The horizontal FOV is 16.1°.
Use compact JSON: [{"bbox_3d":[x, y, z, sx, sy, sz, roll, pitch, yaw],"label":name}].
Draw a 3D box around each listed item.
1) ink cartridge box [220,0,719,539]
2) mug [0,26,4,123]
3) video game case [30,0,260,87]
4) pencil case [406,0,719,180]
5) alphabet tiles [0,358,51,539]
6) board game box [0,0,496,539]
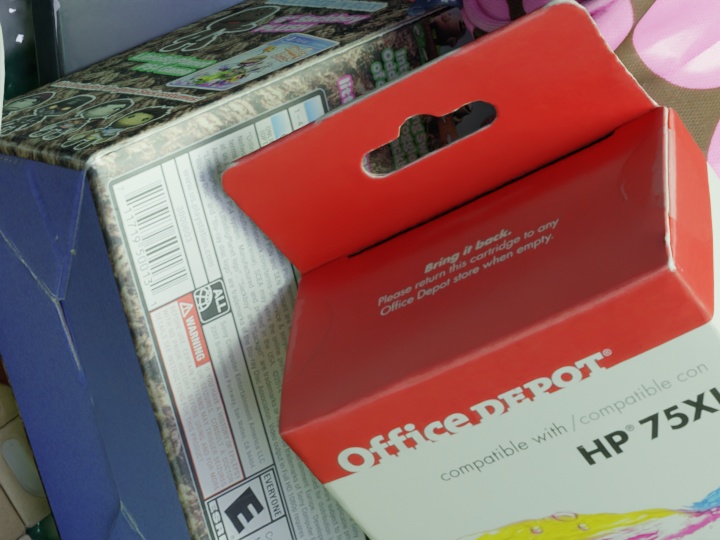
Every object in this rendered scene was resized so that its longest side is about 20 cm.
[{"bbox_3d":[0.059,0.039,0.664,0.116,0.067,0.200,-25,123,24],"label":"ink cartridge box"},{"bbox_3d":[-0.186,0.004,0.640,0.153,0.149,0.187,14,73,-19],"label":"mug"},{"bbox_3d":[-0.030,-0.023,0.800,0.142,0.019,0.201,-13,104,-33],"label":"video game case"},{"bbox_3d":[0.102,-0.021,0.711,0.200,0.091,0.094,52,38,-28],"label":"pencil case"},{"bbox_3d":[-0.149,0.058,0.755,0.200,0.008,0.168,-37,115,-20],"label":"alphabet tiles"},{"bbox_3d":[0.000,0.000,0.754,0.200,0.097,0.160,-25,111,-29],"label":"board game box"}]
